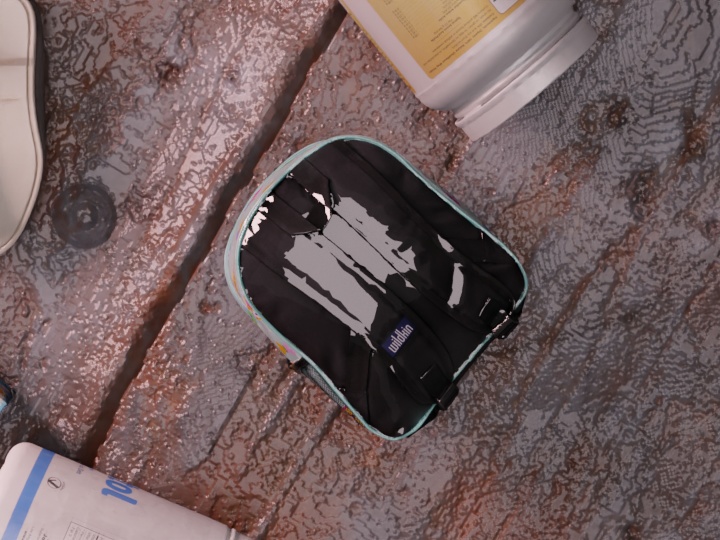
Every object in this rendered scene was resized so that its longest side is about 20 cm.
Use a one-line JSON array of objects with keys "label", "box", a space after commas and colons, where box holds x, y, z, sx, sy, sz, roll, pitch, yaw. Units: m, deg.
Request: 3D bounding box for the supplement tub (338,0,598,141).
[{"label": "supplement tub", "box": [0.066, -0.211, 1.500, 0.144, 0.145, 0.200, -40, 96, 0]}]

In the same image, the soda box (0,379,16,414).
[{"label": "soda box", "box": [-0.349, 0.151, 1.544, 0.068, 0.064, 0.200, 40, 92, -5]}]

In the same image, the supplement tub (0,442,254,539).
[{"label": "supplement tub", "box": [-0.190, 0.223, 1.525, 0.199, 0.132, 0.133, 23, 93, -5]}]

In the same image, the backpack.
[{"label": "backpack", "box": [0.000, 0.000, 1.507, 0.200, 0.153, 0.176, 41, 89, -15]}]

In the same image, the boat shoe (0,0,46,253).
[{"label": "boat shoe", "box": [-0.265, -0.114, 1.540, 0.066, 0.057, 0.202, 5, 99, 0]}]
